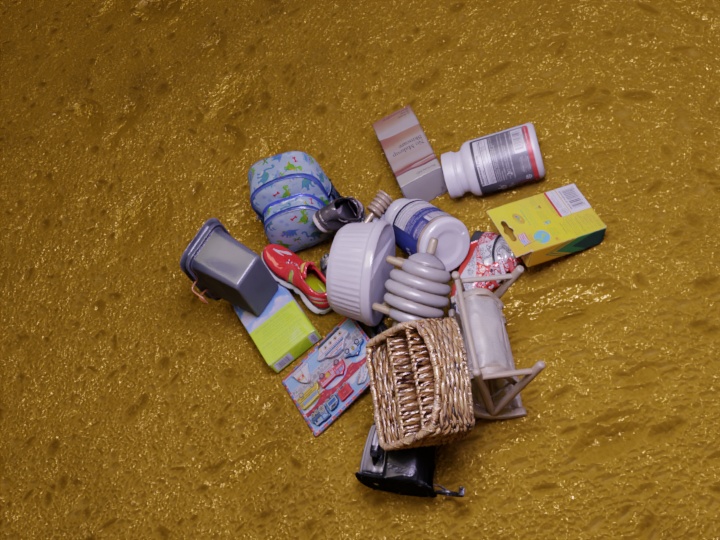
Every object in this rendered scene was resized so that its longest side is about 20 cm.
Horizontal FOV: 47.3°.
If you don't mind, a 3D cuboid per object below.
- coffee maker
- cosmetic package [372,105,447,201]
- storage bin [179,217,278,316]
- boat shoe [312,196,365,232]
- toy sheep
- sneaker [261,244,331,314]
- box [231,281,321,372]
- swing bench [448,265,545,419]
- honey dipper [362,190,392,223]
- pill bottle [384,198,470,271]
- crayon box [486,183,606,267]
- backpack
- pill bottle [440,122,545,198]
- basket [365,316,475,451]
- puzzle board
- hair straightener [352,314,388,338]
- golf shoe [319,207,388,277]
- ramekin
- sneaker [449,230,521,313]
[{"bbox_3d":[0.099,0.294,1.478,0.189,0.135,0.203,13,65,-1],"label":"coffee maker"},{"bbox_3d":[0.108,-0.248,1.795,0.102,0.087,0.202,-26,55,5],"label":"cosmetic package"},{"bbox_3d":[-0.262,0.013,1.683,0.133,0.201,0.147,28,73,23],"label":"storage bin"},{"bbox_3d":[-0.028,-0.122,1.725,0.057,0.199,0.067,-34,85,28],"label":"boat shoe"},{"bbox_3d":[0.103,0.036,1.522,0.136,0.137,0.203,20,99,30],"label":"toy sheep"},{"bbox_3d":[-0.123,0.001,1.720,0.199,0.085,0.077,38,56,14],"label":"sneaker"},{"bbox_3d":[-0.182,0.103,1.736,0.121,0.048,0.201,-37,53,-2],"label":"box"},{"bbox_3d":[0.228,0.132,1.449,0.127,0.201,0.202,-5,57,-4],"label":"swing bench"},{"bbox_3d":[-0.006,-0.076,1.692,0.038,0.038,0.201,33,82,34],"label":"honey dipper"},{"bbox_3d":[0.125,-0.078,1.651,0.111,0.111,0.200,-42,32,-5],"label":"pill bottle"},{"bbox_3d":[0.352,-0.085,1.582,0.197,0.051,0.128,-16,54,-14],"label":"crayon box"},{"bbox_3d":[-0.143,-0.146,1.764,0.180,0.201,0.149,-18,51,11],"label":"backpack"},{"bbox_3d":[0.272,-0.221,1.695,0.197,0.116,0.117,-15,57,14],"label":"pill bottle"},{"bbox_3d":[0.097,0.186,1.373,0.146,0.143,0.203,-2,66,-11],"label":"basket"},{"bbox_3d":[-0.054,0.203,1.624,0.200,0.017,0.151,-44,55,6],"label":"puzzle board"},{"bbox_3d":[0.027,0.104,1.652,0.076,0.041,0.201,-30,51,2],"label":"hair straightener"},{"bbox_3d":[0.008,-0.044,1.739,0.200,0.078,0.094,-45,74,-6],"label":"golf shoe"},{"bbox_3d":[0.000,0.000,1.597,0.093,0.203,0.205,9,65,14],"label":"ramekin"},{"bbox_3d":[0.248,0.015,1.597,0.106,0.067,0.204,8,63,29],"label":"sneaker"}]
